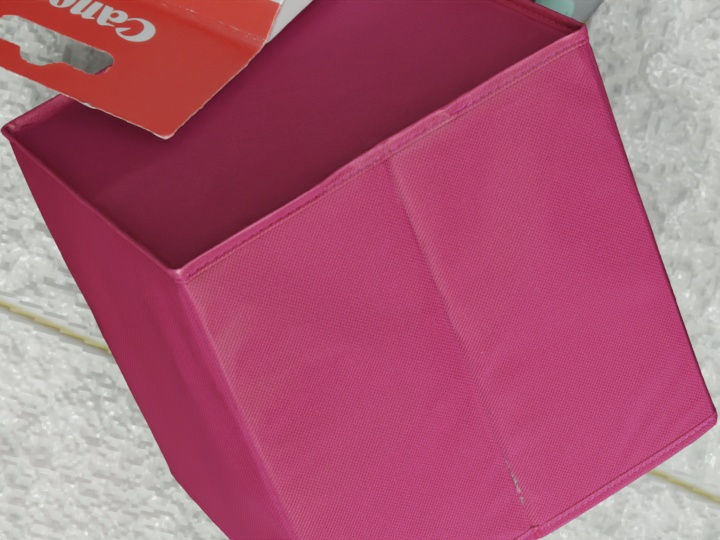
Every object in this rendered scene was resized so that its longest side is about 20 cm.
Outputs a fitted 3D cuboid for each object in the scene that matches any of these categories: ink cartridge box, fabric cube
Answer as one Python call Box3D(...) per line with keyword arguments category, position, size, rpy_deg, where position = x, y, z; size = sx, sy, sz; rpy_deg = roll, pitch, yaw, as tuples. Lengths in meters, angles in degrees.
Box3D(category="ink cartridge box", position=(-0.087, -0.154, 1.066), size=(0.161, 0.050, 0.200), rpy_deg=(23, 48, 25))
Box3D(category="fabric cube", position=(0.000, 0.000, 1.056), size=(0.200, 0.196, 0.200), rpy_deg=(-31, 120, -14))

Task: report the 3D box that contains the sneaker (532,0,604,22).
Box3D(category="sneaker", position=(0.176, -0.168, 1.199), size=(0.140, 0.078, 0.200), rpy_deg=(35, 81, -10))
